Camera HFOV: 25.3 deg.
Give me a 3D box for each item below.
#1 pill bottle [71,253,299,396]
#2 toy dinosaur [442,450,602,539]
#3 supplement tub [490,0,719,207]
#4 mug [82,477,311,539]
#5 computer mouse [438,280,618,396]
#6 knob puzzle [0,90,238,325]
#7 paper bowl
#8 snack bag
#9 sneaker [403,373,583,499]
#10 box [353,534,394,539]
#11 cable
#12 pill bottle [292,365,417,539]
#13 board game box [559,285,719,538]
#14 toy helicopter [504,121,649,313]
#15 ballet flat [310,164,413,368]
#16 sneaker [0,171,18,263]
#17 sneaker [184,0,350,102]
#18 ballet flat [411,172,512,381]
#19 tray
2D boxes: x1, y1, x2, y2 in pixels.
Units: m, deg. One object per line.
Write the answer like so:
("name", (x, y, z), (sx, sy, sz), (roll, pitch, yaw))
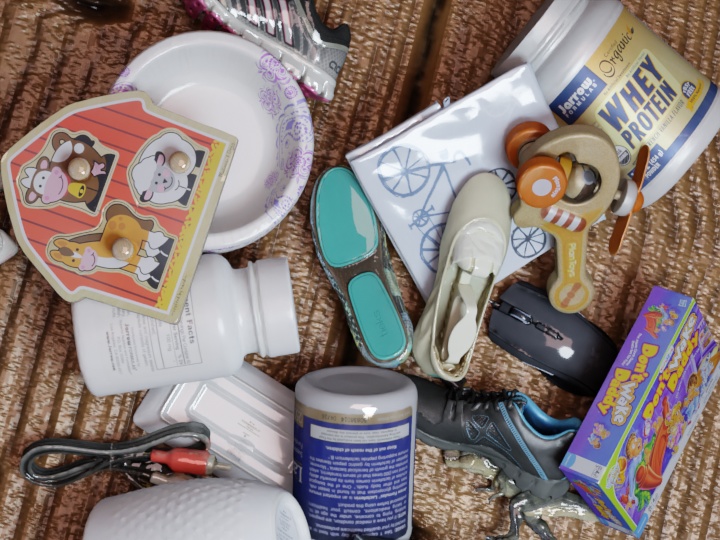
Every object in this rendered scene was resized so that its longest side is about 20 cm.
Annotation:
("pill bottle", (-0.159, 0.045, 1.481), (0.197, 0.114, 0.116), (-8, 87, -2))
("toy dinosaur", (0.167, 0.235, 1.566), (0.198, 0.047, 0.089), (23, 76, -10))
("supplement tub", (0.238, -0.174, 1.554), (0.199, 0.144, 0.145), (39, 81, -4))
("mug", (-0.128, 0.274, 1.451), (0.173, 0.201, 0.149), (-15, 46, 17))
("computer mouse", (0.155, 0.077, 1.572), (0.199, 0.046, 0.141), (37, 81, -5))
("knob puzzle", (-0.228, -0.068, 1.425), (0.217, 0.030, 0.223), (0, 82, 2))
("paper bowl", (-0.146, -0.116, 1.510), (0.198, 0.104, 0.204), (1, 86, -9))
("snack bag", (0.112, -0.080, 1.520), (0.199, 0.021, 0.190), (-30, 112, 3))
("sneaker", (0.120, 0.137, 1.529), (0.198, 0.073, 0.083), (24, 123, 3))
("box", (0.068, 0.339, 1.453), (0.199, 0.107, 0.150), (17, 99, -39))
("cable", (-0.216, 0.181, 1.496), (0.197, 0.051, 0.098), (9, 121, -13))
("pill bottle", (-0.006, 0.199, 1.489), (0.114, 0.116, 0.203), (0, 102, -9))
("board game box", (0.272, 0.136, 1.533), (0.044, 0.135, 0.201), (19, 71, 36))
("toy helicopter", (0.206, -0.047, 1.502), (0.130, 0.079, 0.202), (-6, 125, -2))
("ballet flat", (0.000, 0.000, 1.543), (0.073, 0.074, 0.202), (-12, 78, -9))
("sneaker", (-0.369, -0.009, 1.485), (0.098, 0.078, 0.203), (9, 86, -11))
("sneaker", (-0.091, -0.250, 1.546), (0.199, 0.074, 0.088), (35, 81, -9))
("ballet flat", (0.102, 0.011, 1.502), (0.069, 0.070, 0.202), (13, 105, -7))
("tray", (-0.109, 0.151, 1.539), (0.199, 0.022, 0.108), (32, 83, -5))
